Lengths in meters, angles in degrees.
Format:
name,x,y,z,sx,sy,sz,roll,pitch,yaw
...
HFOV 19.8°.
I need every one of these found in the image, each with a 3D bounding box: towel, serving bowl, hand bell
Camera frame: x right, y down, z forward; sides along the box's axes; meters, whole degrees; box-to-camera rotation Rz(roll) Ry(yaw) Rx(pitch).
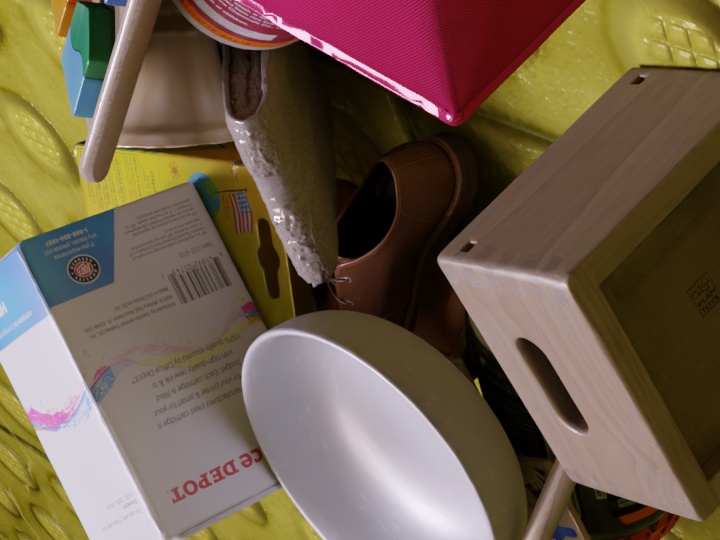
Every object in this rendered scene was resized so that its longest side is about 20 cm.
name,x,y,z,sx,sy,sz,roll,pitch,yaw
towel,-0.046,-0.097,1.232,0.200,0.034,0.133,-95,-16,-51
serving bowl,0.024,0.101,1.184,0.200,0.066,0.200,34,145,28
hand bell,-0.116,-0.179,1.245,0.104,0.104,0.200,14,109,54

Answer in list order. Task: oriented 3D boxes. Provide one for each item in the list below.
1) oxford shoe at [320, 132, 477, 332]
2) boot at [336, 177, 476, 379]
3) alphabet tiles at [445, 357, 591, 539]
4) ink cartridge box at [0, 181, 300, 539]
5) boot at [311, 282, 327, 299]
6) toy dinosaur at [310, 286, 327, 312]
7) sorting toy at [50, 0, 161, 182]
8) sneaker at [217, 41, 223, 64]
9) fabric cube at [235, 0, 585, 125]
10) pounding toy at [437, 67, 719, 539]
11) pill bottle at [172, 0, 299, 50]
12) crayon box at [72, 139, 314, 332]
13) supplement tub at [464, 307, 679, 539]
name,x,y,z,sx,sy,sz,roll,pitch,yaw
oxford shoe,0.000,0.000,1.272,0.071,0.071,0.200,47,130,33
boot,0.036,-0.012,1.341,0.155,0.077,0.200,47,166,10
alphabet tiles,0.071,0.135,1.229,0.167,0.008,0.200,-2,121,55
ink cartridge box,-0.130,0.065,1.277,0.085,0.144,0.200,-34,82,47
boot,0.019,0.080,1.509,0.201,0.071,0.144,38,160,33
toy dinosaur,-0.086,0.032,1.433,0.181,0.200,0.105,2,165,38
sorting toy,-0.143,-0.179,1.166,0.200,0.036,0.185,-101,26,-44
sneaker,-0.120,-0.178,1.327,0.200,0.075,0.079,53,-158,-7
fabric cube,0.019,-0.221,0.827,0.196,0.200,0.199,32,156,31
pounding toy,0.142,0.031,1.051,0.142,0.184,0.200,13,140,55
pill bottle,-0.028,-0.190,1.075,0.113,0.113,0.200,50,159,-8
crayon box,-0.099,-0.022,1.355,0.200,0.051,0.127,10,115,45
supplement tub,0.135,0.075,1.222,0.122,0.123,0.200,30,154,35
